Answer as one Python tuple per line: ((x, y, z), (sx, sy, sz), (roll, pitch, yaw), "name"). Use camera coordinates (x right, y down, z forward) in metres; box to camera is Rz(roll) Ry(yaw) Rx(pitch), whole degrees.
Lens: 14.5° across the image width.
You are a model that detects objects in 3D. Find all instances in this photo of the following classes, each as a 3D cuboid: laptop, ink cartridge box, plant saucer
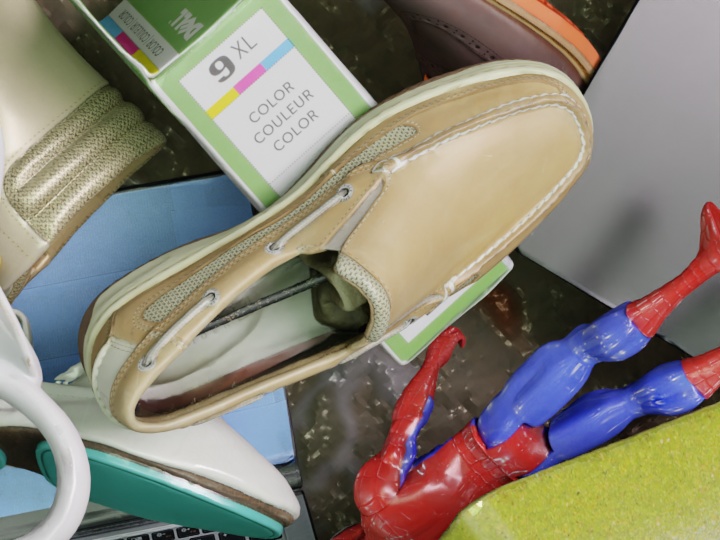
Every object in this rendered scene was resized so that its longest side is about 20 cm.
((0.171, -0.041, 1.086), (0.103, 0.200, 0.178), (31, 92, 27), "laptop")
((-0.110, 0.082, 1.056), (0.186, 0.200, 0.116), (-11, 131, -7), "laptop")
((-0.037, -0.065, 1.034), (0.059, 0.104, 0.200), (-42, 112, 0), "ink cartridge box")
((0.077, 0.135, 1.017), (0.199, 0.200, 0.048), (-17, 58, -43), "plant saucer")

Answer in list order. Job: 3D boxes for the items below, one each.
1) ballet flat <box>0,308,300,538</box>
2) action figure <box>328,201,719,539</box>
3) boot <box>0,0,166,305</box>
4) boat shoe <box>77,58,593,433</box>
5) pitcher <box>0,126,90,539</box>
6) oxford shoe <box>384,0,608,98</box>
((-0.116, 0.048, 1.029), (0.199, 0.069, 0.070), (10, 95, 4), "ballet flat")
((0.063, 0.044, 1.031), (0.200, 0.099, 0.065), (-38, 111, 17), "action figure")
((-0.188, -0.039, 1.045), (0.200, 0.073, 0.156), (-40, 93, -9), "boot")
((0.000, 0.000, 0.966), (0.200, 0.076, 0.072), (-34, 112, -3), "boat shoe")
((-0.200, 0.038, 0.955), (0.199, 0.121, 0.172), (-16, 76, -6), "pitcher")
((0.052, -0.065, 1.052), (0.073, 0.071, 0.200), (-50, 128, 3), "oxford shoe")
